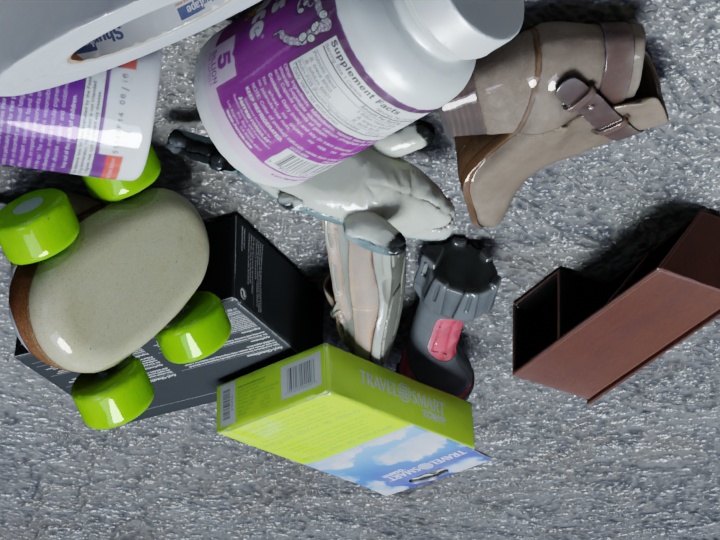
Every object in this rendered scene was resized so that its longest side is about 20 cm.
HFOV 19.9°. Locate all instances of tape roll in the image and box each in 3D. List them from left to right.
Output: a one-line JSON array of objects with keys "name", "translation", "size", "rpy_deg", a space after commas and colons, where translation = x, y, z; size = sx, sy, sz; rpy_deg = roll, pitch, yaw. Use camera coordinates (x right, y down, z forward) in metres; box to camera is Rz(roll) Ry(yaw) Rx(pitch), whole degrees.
[{"name": "tape roll", "translation": [-0.127, -0.165, 1.143], "size": [0.199, 0.067, 0.200], "rpy_deg": [-24, -179, 0]}]

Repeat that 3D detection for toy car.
[{"name": "toy car", "translation": [-0.218, 0.000, 1.471], "size": [0.199, 0.158, 0.165], "rpy_deg": [6, 126, 46]}]

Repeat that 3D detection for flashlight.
[{"name": "flashlight", "translation": [0.071, 0.051, 1.624], "size": [0.067, 0.068, 0.200], "rpy_deg": [-19, 155, -20]}]

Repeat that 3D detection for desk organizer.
[{"name": "desk organizer", "translation": [0.200, 0.024, 1.569], "size": [0.077, 0.072, 0.200], "rpy_deg": [18, 146, -23]}]

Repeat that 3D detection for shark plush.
[{"name": "shark plush", "translation": [-0.034, -0.053, 1.402], "size": [0.198, 0.092, 0.083], "rpy_deg": [3, 172, 2]}]

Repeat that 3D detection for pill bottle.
[{"name": "pill bottle", "translation": [-0.228, -0.123, 1.279], "size": [0.198, 0.112, 0.112], "rpy_deg": [7, 150, -12]}, {"name": "pill bottle", "translation": [0.000, -0.136, 1.252], "size": [0.112, 0.113, 0.199], "rpy_deg": [27, 141, -38]}]

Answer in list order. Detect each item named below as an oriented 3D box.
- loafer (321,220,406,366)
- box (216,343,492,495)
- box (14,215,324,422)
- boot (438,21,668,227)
[{"name": "loafer", "translation": [0.000, 0.000, 1.547], "size": [0.062, 0.072, 0.201], "rpy_deg": [15, 145, 8]}, {"name": "box", "translation": [-0.003, 0.120, 1.620], "size": [0.121, 0.048, 0.199], "rpy_deg": [-23, 148, 36]}, {"name": "box", "translation": [-0.146, 0.043, 1.599], "size": [0.199, 0.079, 0.141], "rpy_deg": [-15, 145, 23]}, {"name": "boot", "translation": [0.132, -0.095, 1.371], "size": [0.145, 0.071, 0.200], "rpy_deg": [-12, 154, 7]}]
